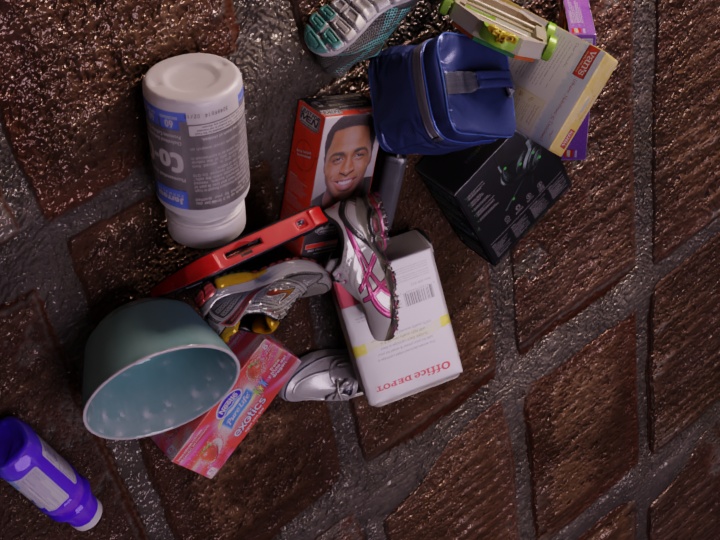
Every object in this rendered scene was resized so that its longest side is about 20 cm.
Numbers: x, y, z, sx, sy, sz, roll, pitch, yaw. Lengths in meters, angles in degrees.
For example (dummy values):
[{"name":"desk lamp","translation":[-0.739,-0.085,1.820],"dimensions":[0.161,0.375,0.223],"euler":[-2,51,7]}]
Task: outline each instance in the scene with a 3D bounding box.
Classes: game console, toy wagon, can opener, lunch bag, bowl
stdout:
[{"name":"game console","translation":[-0.148,-0.018,1.602],"dimensions":[0.198,0.176,0.031],"euler":[-25,89,-29]},{"name":"toy wagon","translation":[0.171,-0.307,1.644],"dimensions":[0.153,0.201,0.040],"euler":[23,115,-4]},{"name":"can opener","translation":[0.027,-0.150,1.760],"dimensions":[0.066,0.054,0.202],"euler":[7,118,-11]},{"name":"lunch bag","translation":[0.118,-0.222,1.667],"dimensions":[0.199,0.131,0.138],"euler":[-9,91,-53]},{"name":"bowl","translation":[-0.255,0.108,1.593],"dimensions":[0.198,0.106,0.202],"euler":[-21,151,-12]}]

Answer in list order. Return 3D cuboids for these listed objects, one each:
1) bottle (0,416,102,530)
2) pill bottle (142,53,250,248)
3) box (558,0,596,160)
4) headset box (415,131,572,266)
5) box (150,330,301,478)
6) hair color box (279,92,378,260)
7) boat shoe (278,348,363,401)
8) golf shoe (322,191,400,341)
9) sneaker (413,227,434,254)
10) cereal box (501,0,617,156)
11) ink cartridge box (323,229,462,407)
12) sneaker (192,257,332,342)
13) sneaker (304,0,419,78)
[{"name":"bottle","translation":[-0.387,0.258,1.621],"dimensions":[0.065,0.083,0.201],"euler":[-43,141,-11]},{"name":"pill bottle","translation":[-0.184,-0.134,1.502],"dimensions":[0.113,0.114,0.202],"euler":[-25,133,-28]},{"name":"box","translation":[0.300,-0.278,1.857],"dimensions":[0.038,0.138,0.202],"euler":[0,128,3]},{"name":"headset box","translation":[0.191,-0.139,1.880],"dimensions":[0.174,0.093,0.200],"euler":[-46,140,-6]},{"name":"box","translation":[-0.188,0.156,1.723],"dimensions":[0.201,0.102,0.095],"euler":[-52,143,1]},{"name":"hair color box","translation":[-0.040,-0.121,1.694],"dimensions":[0.101,0.061,0.202],"euler":[-13,126,-36]},{"name":"boat shoe","translation":[-0.029,0.155,1.905],"dimensions":[0.198,0.065,0.074],"euler":[-16,129,-36]},{"name":"golf shoe","translation":[0.000,0.000,1.705],"dimensions":[0.091,0.073,0.203],"euler":[-12,109,-5]},{"name":"sneaker","translation":[0.042,0.034,1.894],"dimensions":[0.087,0.077,0.203],"euler":[-4,116,-28]},{"name":"cereal box","translation":[0.227,-0.258,1.742],"dimensions":[0.039,0.200,0.145],"euler":[20,105,-50]},{"name":"ink cartridge box","translation":[0.045,0.067,1.822],"dimensions":[0.143,0.083,0.202],"euler":[-19,113,-7]},{"name":"sneaker","translation":[-0.117,0.042,1.670],"dimensions":[0.198,0.083,0.078],"euler":[-16,161,-36]},{"name":"sneaker","translation":[0.016,-0.312,1.612],"dimensions":[0.199,0.078,0.092],"euler":[-37,153,-13]}]
